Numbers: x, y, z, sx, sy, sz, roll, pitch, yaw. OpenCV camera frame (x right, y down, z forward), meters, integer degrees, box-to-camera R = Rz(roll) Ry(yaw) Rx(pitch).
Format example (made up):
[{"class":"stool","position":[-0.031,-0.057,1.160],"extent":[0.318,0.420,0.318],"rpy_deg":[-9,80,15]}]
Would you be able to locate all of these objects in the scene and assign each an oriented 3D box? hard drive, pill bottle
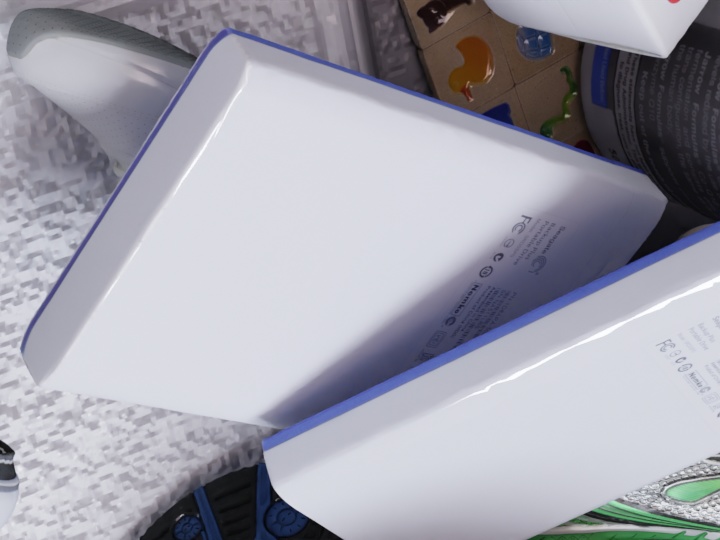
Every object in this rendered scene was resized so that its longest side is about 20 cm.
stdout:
[{"class":"hard drive","position":[0.000,0.000,0.675],"extent":[0.200,0.025,0.132],"rpy_deg":[14,120,-42]},{"class":"hard drive","position":[0.082,0.048,0.699],"extent":[0.200,0.025,0.132],"rpy_deg":[-27,148,14]},{"class":"pill bottle","position":[0.182,-0.059,0.727],"extent":[0.114,0.200,0.114],"rpy_deg":[-10,111,-26]}]

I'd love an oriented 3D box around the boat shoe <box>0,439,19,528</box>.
[{"class":"boat shoe","position":[-0.189,0.026,0.640],"extent":[0.200,0.069,0.057],"rpy_deg":[31,89,-31]}]

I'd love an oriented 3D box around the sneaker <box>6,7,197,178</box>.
[{"class":"sneaker","position":[-0.047,-0.025,0.699],"extent":[0.200,0.070,0.080],"rpy_deg":[31,93,-33]}]

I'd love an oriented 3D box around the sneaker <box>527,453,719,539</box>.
[{"class":"sneaker","position":[0.138,0.071,0.795],"extent":[0.200,0.078,0.085],"rpy_deg":[-9,126,-8]}]

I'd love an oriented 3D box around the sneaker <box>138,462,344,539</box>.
[{"class":"sneaker","position":[-0.066,0.159,0.760],"extent":[0.200,0.076,0.077],"rpy_deg":[-51,148,-8]}]

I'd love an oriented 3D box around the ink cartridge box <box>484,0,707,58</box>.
[{"class":"ink cartridge box","position":[0.105,-0.197,0.688],"extent":[0.200,0.083,0.147],"rpy_deg":[-54,134,-14]}]

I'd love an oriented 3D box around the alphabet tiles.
[{"class":"alphabet tiles","position":[0.090,-0.126,0.778],"extent":[0.167,0.008,0.200],"rpy_deg":[-31,119,-17]}]

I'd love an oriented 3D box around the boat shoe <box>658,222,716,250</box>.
[{"class":"boat shoe","position":[0.197,0.017,0.867],"extent":[0.200,0.073,0.063],"rpy_deg":[2,149,-35]}]
